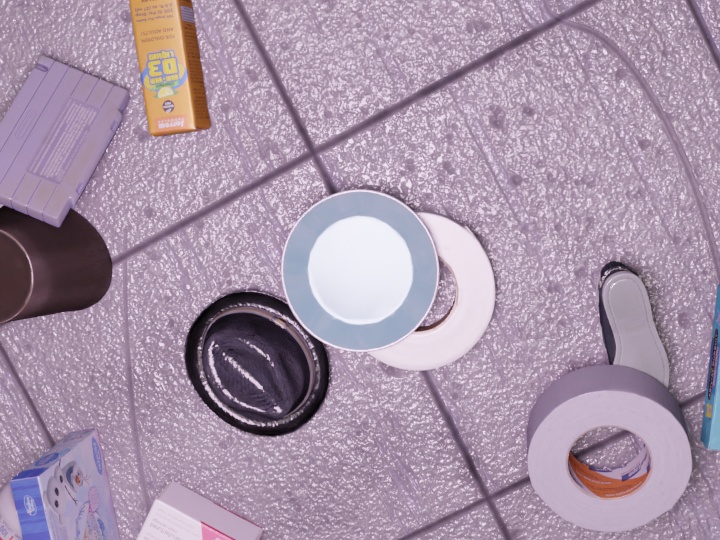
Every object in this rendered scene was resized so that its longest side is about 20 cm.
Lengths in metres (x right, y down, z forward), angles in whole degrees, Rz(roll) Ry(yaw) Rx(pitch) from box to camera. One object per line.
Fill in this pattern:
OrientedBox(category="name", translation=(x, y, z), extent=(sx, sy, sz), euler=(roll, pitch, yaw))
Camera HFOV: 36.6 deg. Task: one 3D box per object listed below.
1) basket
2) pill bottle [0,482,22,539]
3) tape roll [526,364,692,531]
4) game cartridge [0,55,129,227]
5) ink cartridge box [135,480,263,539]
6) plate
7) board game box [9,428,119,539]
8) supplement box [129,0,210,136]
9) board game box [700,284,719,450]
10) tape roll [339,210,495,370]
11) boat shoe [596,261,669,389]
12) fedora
OrientedBox(category="basket", translation=(-0.418, -0.008, 1.335), extent=(0.179, 0.200, 0.137), euler=(32, 99, 1))
OrientedBox(category="pill bottle", translation=(-0.477, 0.384, 1.437), extent=(0.112, 0.112, 0.201), euler=(39, 99, -1))
OrientedBox(category="tape roll", translation=(0.304, 0.220, 1.344), extent=(0.197, 0.066, 0.203), euler=(3, 113, 8))
OrientedBox(category="game cartridge", translation=(-0.382, -0.160, 1.347), extent=(0.128, 0.038, 0.202), euler=(24, 65, -2))
OrientedBox(category="ink cartridge box", translation=(-0.238, 0.406, 1.433), extent=(0.143, 0.084, 0.202), euler=(27, 99, 2))
OrientedBox(category="plate", translation=(0.000, 0.000, 1.351), extent=(0.197, 0.026, 0.203), euler=(1, 98, 6))
OrientedBox(category="board game box", translation=(-0.364, 0.326, 1.376), extent=(0.043, 0.199, 0.203), euler=(-9, 97, 8))
OrientedBox(category="supplement box", translation=(-0.238, -0.270, 1.351), extent=(0.066, 0.069, 0.203), euler=(-7, 99, 8))
OrientedBox(category="board game box", translation=(0.511, 0.125, 1.348), extent=(0.149, 0.047, 0.203), euler=(5, 98, 4))
OrientedBox(category="tape roll", translation=(0.072, 0.024, 1.378), extent=(0.200, 0.037, 0.206), euler=(1, 97, 5))
OrientedBox(category="boat shoe", translation=(0.336, 0.085, 1.351), extent=(0.074, 0.060, 0.203), euler=(-9, 110, 4))
OrientedBox(category="fedora", translation=(-0.137, 0.127, 1.381), extent=(0.197, 0.092, 0.204), euler=(1, 98, 5))
